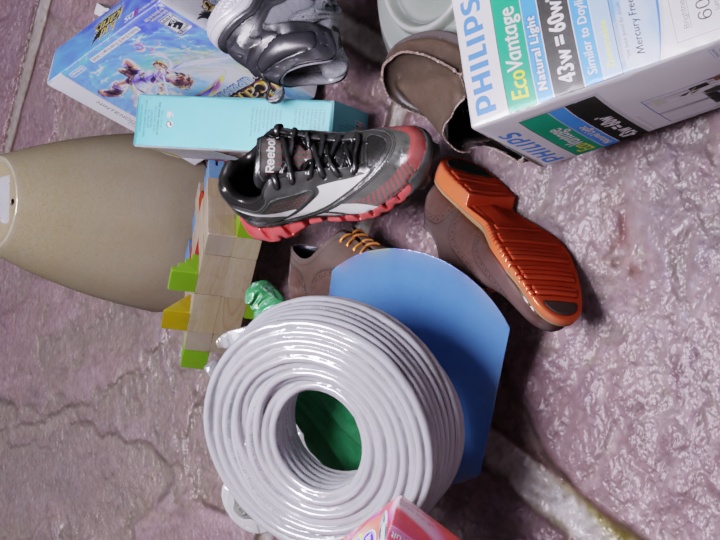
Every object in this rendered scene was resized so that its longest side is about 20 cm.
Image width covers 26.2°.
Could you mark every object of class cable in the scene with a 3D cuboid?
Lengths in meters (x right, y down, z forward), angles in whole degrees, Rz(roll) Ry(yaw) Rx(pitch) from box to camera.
[{"bbox_3d":[-0.023,0.118,1.174,0.199,0.069,0.201,-27,92,30],"label":"cable"}]

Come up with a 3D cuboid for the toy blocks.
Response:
[{"bbox_3d":[-0.132,-0.024,1.464,0.138,0.099,0.201,-96,17,-45],"label":"toy blocks"}]

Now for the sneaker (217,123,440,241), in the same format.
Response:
[{"bbox_3d":[-0.034,-0.081,1.272,0.199,0.098,0.072,-14,59,29],"label":"sneaker"}]

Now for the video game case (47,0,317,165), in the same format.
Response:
[{"bbox_3d":[-0.168,-0.186,1.458,0.199,0.180,0.046,-23,50,45],"label":"video game case"}]

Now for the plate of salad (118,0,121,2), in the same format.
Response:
[{"bbox_3d":[-0.138,-0.298,1.427,0.199,0.199,0.049,-27,86,44],"label":"plate of salad"}]

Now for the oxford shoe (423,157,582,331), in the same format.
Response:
[{"bbox_3d":[0.109,-0.007,1.214,0.073,0.070,0.201,-65,35,27],"label":"oxford shoe"}]

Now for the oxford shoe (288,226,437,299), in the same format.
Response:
[{"bbox_3d":[0.000,0.000,1.320,0.199,0.071,0.074,-8,95,48],"label":"oxford shoe"}]

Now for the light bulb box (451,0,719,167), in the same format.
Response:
[{"bbox_3d":[0.172,-0.203,1.078,0.198,0.124,0.201,-18,71,28],"label":"light bulb box"}]

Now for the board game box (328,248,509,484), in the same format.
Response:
[{"bbox_3d":[0.045,0.072,1.247,0.157,0.039,0.202,20,116,22],"label":"board game box"}]

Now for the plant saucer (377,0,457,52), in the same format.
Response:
[{"bbox_3d":[0.070,-0.247,1.293,0.199,0.050,0.203,-6,82,49],"label":"plant saucer"}]

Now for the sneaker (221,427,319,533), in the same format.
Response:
[{"bbox_3d":[-0.033,0.145,1.349,0.199,0.099,0.078,-31,100,19],"label":"sneaker"}]

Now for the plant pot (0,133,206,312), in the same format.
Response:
[{"bbox_3d":[-0.283,-0.059,1.565,0.186,0.198,0.190,-8,79,48],"label":"plant pot"}]

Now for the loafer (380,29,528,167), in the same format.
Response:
[{"bbox_3d":[0.082,-0.136,1.224,0.199,0.071,0.074,22,139,43],"label":"loafer"}]

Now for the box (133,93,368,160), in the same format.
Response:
[{"bbox_3d":[-0.099,-0.126,1.392,0.198,0.082,0.050,4,88,23],"label":"box"}]

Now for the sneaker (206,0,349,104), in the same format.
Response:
[{"bbox_3d":[-0.029,-0.231,1.333,0.200,0.075,0.114,-40,74,3],"label":"sneaker"}]

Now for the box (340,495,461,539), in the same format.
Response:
[{"bbox_3d":[0.065,0.273,1.118,0.095,0.199,0.103,-42,15,37],"label":"box"}]

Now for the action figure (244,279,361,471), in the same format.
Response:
[{"bbox_3d":[-0.027,0.091,1.236,0.118,0.055,0.201,-35,93,36],"label":"action figure"}]

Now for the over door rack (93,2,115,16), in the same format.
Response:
[{"bbox_3d":[-0.216,-0.306,1.616,0.200,0.066,0.149,38,113,44],"label":"over door rack"}]
